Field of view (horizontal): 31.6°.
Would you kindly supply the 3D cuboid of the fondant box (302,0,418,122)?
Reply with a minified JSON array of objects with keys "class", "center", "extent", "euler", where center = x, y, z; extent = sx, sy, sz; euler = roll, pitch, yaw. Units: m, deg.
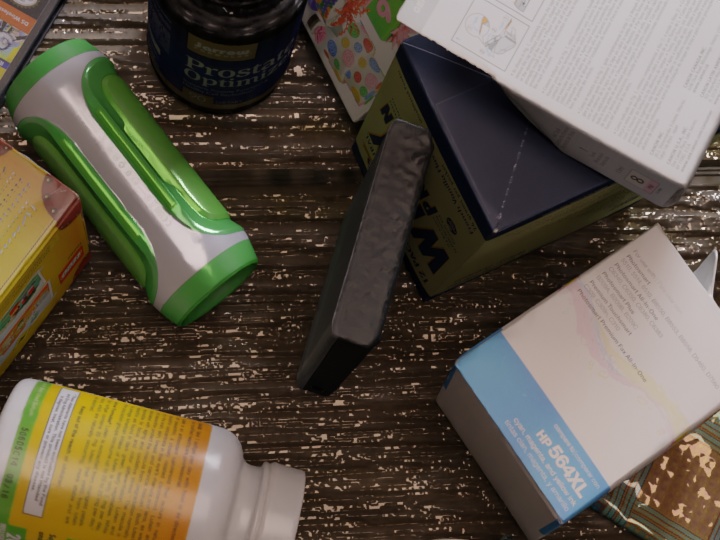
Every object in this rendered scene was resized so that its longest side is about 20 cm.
[{"class":"fondant box","center":[0.010,-0.233,0.927],"extent":[0.058,0.144,0.202],"euler":[-17,78,-44]}]

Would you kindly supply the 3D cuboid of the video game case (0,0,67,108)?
[{"class":"video game case","center":[-0.325,-0.212,0.929],"extent":[0.198,0.026,0.182],"euler":[28,74,-3]}]

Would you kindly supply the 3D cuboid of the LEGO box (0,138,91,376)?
[{"class":"LEGO box","center":[-0.264,0.028,0.818],"extent":[0.077,0.149,0.201],"euler":[34,73,0]}]

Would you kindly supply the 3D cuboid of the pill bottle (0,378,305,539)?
[{"class":"pill bottle","center":[-0.141,0.148,0.830],"extent":[0.197,0.111,0.113],"euler":[15,75,-6]}]

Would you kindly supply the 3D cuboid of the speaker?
[{"class":"speaker","center":[-0.160,-0.061,0.890],"extent":[0.088,0.088,0.201],"euler":[-37,85,-16]}]

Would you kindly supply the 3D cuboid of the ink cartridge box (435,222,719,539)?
[{"class":"ink cartridge box","center":[0.171,0.074,0.880],"extent":[0.199,0.129,0.126],"euler":[-32,76,-11]}]

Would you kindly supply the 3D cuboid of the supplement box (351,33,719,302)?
[{"class":"supplement box","center":[0.120,-0.096,0.886],"extent":[0.198,0.200,0.136],"euler":[-24,82,-14]}]

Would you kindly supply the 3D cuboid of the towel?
[{"class":"towel","center":[0.270,0.154,0.947],"extent":[0.198,0.022,0.148],"euler":[31,73,-1]}]

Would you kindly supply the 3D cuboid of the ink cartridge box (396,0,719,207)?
[{"class":"ink cartridge box","center":[0.142,-0.158,0.781],"extent":[0.198,0.057,0.164],"euler":[29,74,6]}]

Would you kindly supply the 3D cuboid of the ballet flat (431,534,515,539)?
[{"class":"ballet flat","center":[0.027,0.225,0.873],"extent":[0.197,0.074,0.075],"euler":[-8,78,-13]}]

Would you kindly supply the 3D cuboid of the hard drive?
[{"class":"hard drive","center":[0.000,0.000,0.843],"extent":[0.032,0.200,0.141],"euler":[18,74,-5]}]

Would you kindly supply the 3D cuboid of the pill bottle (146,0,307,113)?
[{"class":"pill bottle","center":[-0.091,-0.193,0.873],"extent":[0.110,0.200,0.114],"euler":[2,76,-9]}]
